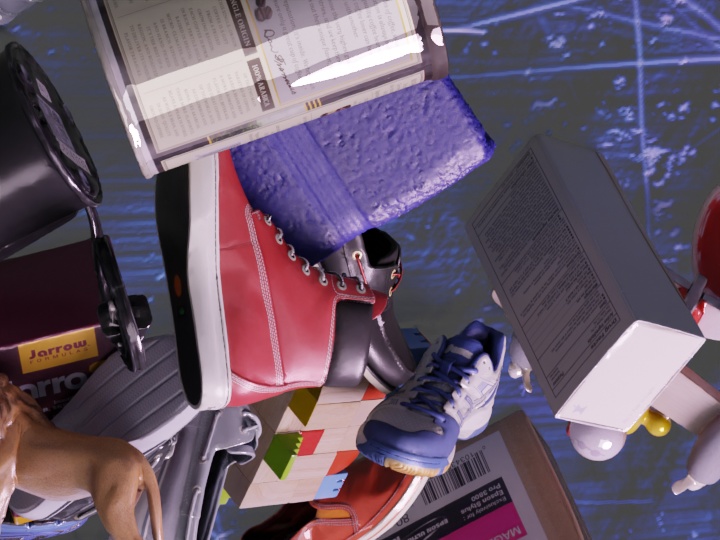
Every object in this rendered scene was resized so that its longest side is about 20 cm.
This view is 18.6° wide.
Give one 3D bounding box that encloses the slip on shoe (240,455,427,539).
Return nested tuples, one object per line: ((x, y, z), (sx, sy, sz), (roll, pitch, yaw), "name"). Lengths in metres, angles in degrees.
((-0.017, 0.192, 1.816), (0.200, 0.074, 0.061), (-38, 118, 14), "slip on shoe")

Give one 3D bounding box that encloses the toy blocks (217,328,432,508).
((-0.028, 0.107, 1.711), (0.136, 0.100, 0.200), (-1, 127, -42), "toy blocks")

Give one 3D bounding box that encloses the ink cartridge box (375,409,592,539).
((0.088, 0.236, 1.836), (0.200, 0.165, 0.075), (-29, 139, 6), "ink cartridge box")

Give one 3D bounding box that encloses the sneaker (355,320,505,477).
((0.055, 0.091, 1.654), (0.075, 0.200, 0.088), (22, 109, 12), "sneaker")

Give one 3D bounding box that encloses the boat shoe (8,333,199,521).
((-0.163, 0.109, 1.537), (0.200, 0.072, 0.071), (-35, 149, 25), "boat shoe")

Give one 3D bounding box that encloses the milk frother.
((-0.248, -0.006, 1.397), (0.188, 0.200, 0.181), (-28, 143, 6), "milk frother")

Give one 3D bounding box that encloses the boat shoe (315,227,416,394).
((0.000, 0.001, 1.578), (0.063, 0.074, 0.202), (-20, 117, 8), "boat shoe")

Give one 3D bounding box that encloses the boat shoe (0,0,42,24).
((-0.268, -0.199, 1.275), (0.200, 0.073, 0.062), (23, 128, -35), "boat shoe")

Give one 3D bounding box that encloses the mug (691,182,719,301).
((0.366, 0.006, 1.750), (0.199, 0.134, 0.178), (6, 130, -26), "mug")

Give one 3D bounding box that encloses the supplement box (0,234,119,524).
((-0.217, 0.082, 1.589), (0.110, 0.086, 0.200), (-13, 138, -11), "supplement box")

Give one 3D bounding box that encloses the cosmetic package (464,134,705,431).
((0.159, 0.007, 1.596), (0.073, 0.200, 0.104), (14, 128, -35), "cosmetic package")

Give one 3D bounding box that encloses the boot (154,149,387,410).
((-0.056, -0.015, 1.463), (0.144, 0.072, 0.201), (-8, 94, -22), "boot")

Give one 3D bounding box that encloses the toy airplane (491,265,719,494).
((0.213, 0.086, 1.713), (0.141, 0.200, 0.199), (-54, 131, -30), "toy airplane")

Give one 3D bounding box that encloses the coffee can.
((-0.063, -0.157, 1.356), (0.199, 0.147, 0.147), (-19, 139, -3), "coffee can")

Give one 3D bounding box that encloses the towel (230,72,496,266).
((-0.027, -0.090, 1.488), (0.200, 0.050, 0.148), (-30, 108, 11), "towel")

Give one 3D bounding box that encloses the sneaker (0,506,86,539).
((-0.305, 0.187, 1.684), (0.199, 0.076, 0.079), (-4, 145, -10), "sneaker")

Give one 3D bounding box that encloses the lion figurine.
((-0.203, 0.133, 1.479), (0.199, 0.072, 0.123), (13, 102, 2), "lion figurine")

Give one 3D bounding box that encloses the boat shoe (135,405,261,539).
((-0.109, 0.126, 1.622), (0.071, 0.201, 0.070), (17, 168, 14), "boat shoe")
